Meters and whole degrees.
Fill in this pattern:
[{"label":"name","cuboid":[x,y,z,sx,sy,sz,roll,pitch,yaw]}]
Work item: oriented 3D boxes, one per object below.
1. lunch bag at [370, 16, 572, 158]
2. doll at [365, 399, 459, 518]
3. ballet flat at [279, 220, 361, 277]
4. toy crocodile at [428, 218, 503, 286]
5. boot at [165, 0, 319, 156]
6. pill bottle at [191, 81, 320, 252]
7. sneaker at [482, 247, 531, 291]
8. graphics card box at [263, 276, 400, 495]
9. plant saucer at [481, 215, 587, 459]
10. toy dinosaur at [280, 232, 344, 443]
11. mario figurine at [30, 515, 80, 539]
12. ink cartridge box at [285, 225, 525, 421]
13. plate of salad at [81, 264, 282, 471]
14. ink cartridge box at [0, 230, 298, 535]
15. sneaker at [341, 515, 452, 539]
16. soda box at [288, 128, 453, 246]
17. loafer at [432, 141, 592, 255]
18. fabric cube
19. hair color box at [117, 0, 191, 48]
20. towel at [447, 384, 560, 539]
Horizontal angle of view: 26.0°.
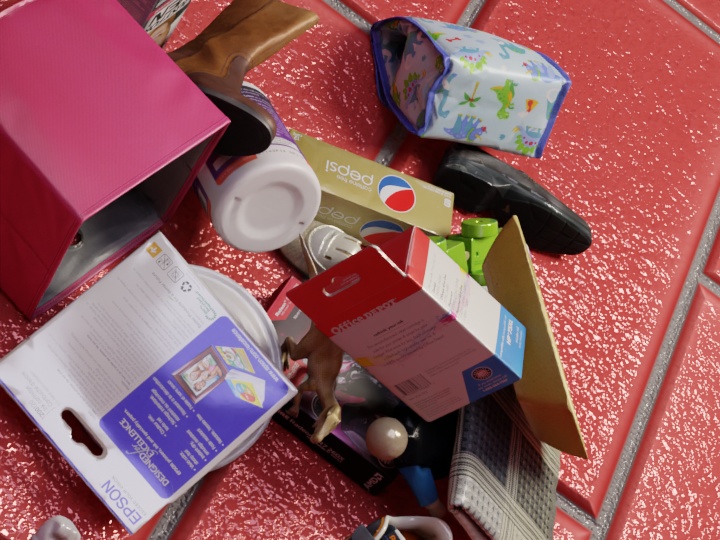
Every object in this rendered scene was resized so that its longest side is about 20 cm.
[{"label":"lunch bag","cuboid":[0.115,-0.222,1.779,0.169,0.128,0.200,8,29,-26]},{"label":"doll","cuboid":[0.071,0.170,1.502,0.200,0.048,0.137,18,69,-56]},{"label":"ballet flat","cuboid":[0.000,0.000,1.615,0.200,0.062,0.068,38,51,-5]},{"label":"toy crocodile","cuboid":[0.090,-0.012,1.605,0.200,0.062,0.068,-18,111,-41]},{"label":"boot","cuboid":[-0.107,-0.194,1.518,0.188,0.069,0.200,16,41,36]},{"label":"pill bottle","cuboid":[-0.124,-0.120,1.555,0.111,0.112,0.200,0,40,-30]},{"label":"sneaker","cuboid":[0.127,0.047,1.668,0.099,0.075,0.201,15,51,-6]},{"label":"graphics card box","cuboid":[-0.028,0.113,1.539,0.200,0.051,0.126,39,51,-6]},{"label":"plant saucer","cuboid":[0.166,0.074,1.523,0.048,0.200,0.201,-16,66,7]},{"label":"toy dinosaur","cuboid":[-0.038,0.075,1.457,0.058,0.101,0.201,5,63,-24]},{"label":"mario figurine","cuboid":[-0.284,0.262,1.259,0.199,0.106,0.124,10,92,-17]},{"label":"ink cartridge box","cuboid":[0.042,0.039,1.399,0.200,0.116,0.067,42,38,-26]},{"label":"plate of salad","cuboid":[-0.172,0.093,1.453,0.199,0.048,0.201,2,76,-9]},{"label":"ink cartridge box","cuboid":[-0.194,0.100,1.400,0.200,0.043,0.198,-40,85,-17]},{"label":"sneaker","cuboid":[0.000,0.278,1.439,0.200,0.079,0.079,-25,78,-37]},{"label":"soda box","cuboid":[-0.004,-0.076,1.654,0.199,0.068,0.064,20,55,-19]},{"label":"loafer","cuboid":[0.180,-0.086,1.769,0.200,0.073,0.072,30,47,-13]},{"label":"fabric cube","cuboid":[-0.278,-0.114,1.431,0.199,0.200,0.196,46,52,4]},{"label":"hair color box","cuboid":[-0.224,-0.251,1.544,0.061,0.200,0.099,43,50,0]},{"label":"towel","cuboid":[0.143,0.200,1.546,0.200,0.034,0.193,50,38,-39]}]
